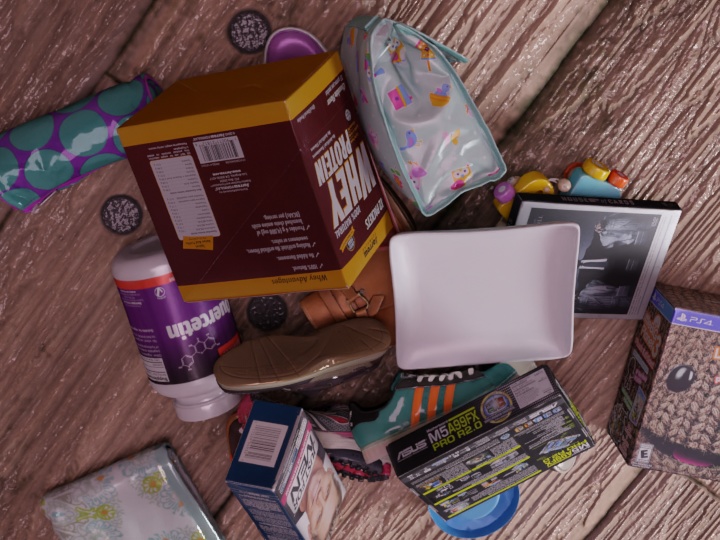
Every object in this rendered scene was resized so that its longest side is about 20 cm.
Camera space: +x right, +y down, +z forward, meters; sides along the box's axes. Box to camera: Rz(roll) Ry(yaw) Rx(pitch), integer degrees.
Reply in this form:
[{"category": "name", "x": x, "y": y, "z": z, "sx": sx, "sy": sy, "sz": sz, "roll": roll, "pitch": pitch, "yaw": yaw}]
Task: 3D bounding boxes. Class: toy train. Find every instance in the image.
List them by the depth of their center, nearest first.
[{"category": "toy train", "x": 0.209, "y": -0.056, "z": 1.457, "sx": 0.199, "sy": 0.056, "sz": 0.151, "roll": -18, "pitch": 126, "yaw": -5}]

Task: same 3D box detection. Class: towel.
[{"category": "towel", "x": -0.261, "y": 0.319, "z": 1.537, "sx": 0.171, "sy": 0.048, "sz": 0.200, "roll": -25, "pitch": 108, "yaw": 3}]

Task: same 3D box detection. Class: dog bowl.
[{"category": "dog bowl", "x": 0.118, "y": 0.221, "z": 1.536, "sx": 0.111, "sy": 0.050, "sz": 0.201, "roll": -19, "pitch": 109, "yaw": 2}]

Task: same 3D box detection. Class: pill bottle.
[{"category": "pill bottle", "x": -0.195, "y": 0.061, "z": 1.426, "sx": 0.112, "sy": 0.112, "sz": 0.201, "roll": -16, "pitch": 108, "yaw": 1}]

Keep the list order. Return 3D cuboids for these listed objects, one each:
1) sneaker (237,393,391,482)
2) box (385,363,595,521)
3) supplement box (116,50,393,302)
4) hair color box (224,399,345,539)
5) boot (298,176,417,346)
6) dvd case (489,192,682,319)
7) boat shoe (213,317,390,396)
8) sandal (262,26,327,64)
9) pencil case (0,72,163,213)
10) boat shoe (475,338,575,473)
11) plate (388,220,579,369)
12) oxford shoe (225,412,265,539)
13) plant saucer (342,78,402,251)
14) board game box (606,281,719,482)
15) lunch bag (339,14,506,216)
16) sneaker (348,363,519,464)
[{"category": "sneaker", "x": -0.051, "y": 0.183, "z": 1.491, "sx": 0.200, "sy": 0.081, "sz": 0.075, "roll": 25, "pitch": 63, "yaw": -24}, {"category": "box", "x": 0.147, "y": 0.195, "z": 1.430, "sx": 0.200, "sy": 0.044, "sz": 0.160, "roll": -29, "pitch": 145, "yaw": 9}, {"category": "supplement box", "x": -0.102, "y": -0.091, "z": 1.301, "sx": 0.197, "sy": 0.133, "sz": 0.200, "roll": -6, "pitch": 117, "yaw": 26}, {"category": "hair color box", "x": -0.078, "y": 0.235, "z": 1.409, "sx": 0.060, "sy": 0.100, "sz": 0.200, "roll": 8, "pitch": 148, "yaw": 20}, {"category": "boot", "x": 0.000, "y": 0.000, "z": 1.452, "sx": 0.155, "sy": 0.077, "sz": 0.200, "roll": -23, "pitch": 115, "yaw": 7}, {"category": "dvd case", "x": 0.249, "y": -0.014, "z": 1.448, "sx": 0.199, "sy": 0.025, "sz": 0.151, "roll": 2, "pitch": 122, "yaw": -19}, {"category": "boat shoe", "x": -0.062, "y": 0.107, "z": 1.409, "sx": 0.199, "sy": 0.072, "sz": 0.065, "roll": -15, "pitch": 135, "yaw": -19}, {"category": "sandal", "x": -0.055, "y": -0.164, "z": 1.399, "sx": 0.082, "sy": 0.050, "sz": 0.203, "roll": -11, "pitch": 108, "yaw": -1}, {"category": "pencil case", "x": -0.295, "y": -0.133, "z": 1.371, "sx": 0.200, "sy": 0.085, "sz": 0.093, "roll": -23, "pitch": 91, "yaw": 4}, {"category": "boat shoe", "x": 0.195, "y": 0.154, "z": 1.525, "sx": 0.067, "sy": 0.057, "sz": 0.200, "roll": -42, "pitch": 114, "yaw": -29}, {"category": "plate", "x": 0.133, "y": 0.023, "z": 1.400, "sx": 0.199, "sy": 0.032, "sz": 0.200, "roll": -5, "pitch": 131, "yaw": 1}, {"category": "oxford shoe", "x": -0.105, "y": 0.259, "z": 1.517, "sx": 0.071, "sy": 0.073, "sz": 0.200, "roll": -21, "pitch": 108, "yaw": 3}, {"category": "plant saucer", "x": -0.067, "y": -0.106, "z": 1.382, "sx": 0.199, "sy": 0.037, "sz": 0.200, "roll": -9, "pitch": 115, "yaw": 28}, {"category": "board game box", "x": 0.399, "y": 0.132, "z": 1.505, "sx": 0.159, "sy": 0.097, "sz": 0.201, "roll": 10, "pitch": 107, "yaw": -8}, {"category": "lunch bag", "x": 0.053, "y": -0.179, "z": 1.340, "sx": 0.122, "sy": 0.170, "sz": 0.200, "roll": -28, "pitch": 106, "yaw": -1}, {"category": "sneaker", "x": 0.079, "y": 0.141, "z": 1.448, "sx": 0.200, "sy": 0.071, "sz": 0.080, "roll": -26, "pitch": 83, "yaw": 3}]
